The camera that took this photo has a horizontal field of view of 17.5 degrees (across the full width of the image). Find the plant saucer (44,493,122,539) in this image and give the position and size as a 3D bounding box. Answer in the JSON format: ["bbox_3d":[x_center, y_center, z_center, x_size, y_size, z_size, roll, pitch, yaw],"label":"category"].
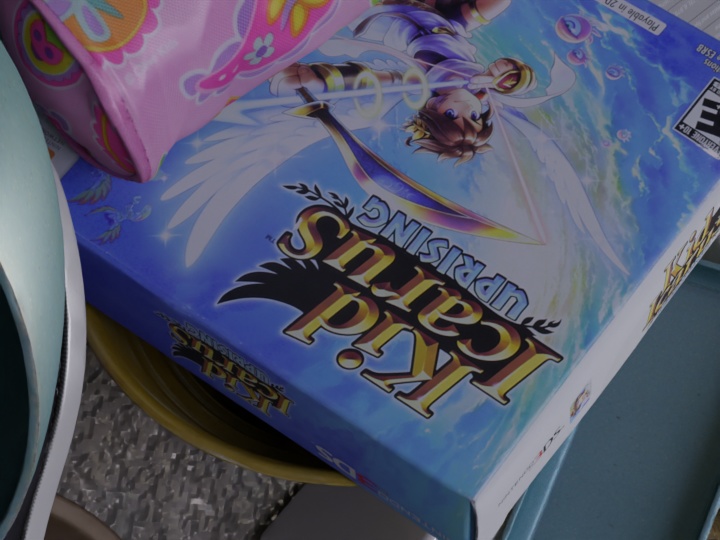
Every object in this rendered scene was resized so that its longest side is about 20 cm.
[{"bbox_3d":[-0.145,0.165,0.773,0.199,0.029,0.202,-7,102,-38],"label":"plant saucer"}]

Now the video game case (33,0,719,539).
[{"bbox_3d":[0.008,-0.036,0.750,0.182,0.199,0.046,-50,159,-22],"label":"video game case"}]

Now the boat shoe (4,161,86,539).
[{"bbox_3d":[-0.132,0.055,0.708,0.060,0.074,0.202,-1,106,-43],"label":"boat shoe"}]

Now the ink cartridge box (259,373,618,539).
[{"bbox_3d":[0.074,0.129,0.909,0.146,0.084,0.201,-48,123,-25],"label":"ink cartridge box"}]

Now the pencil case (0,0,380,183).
[{"bbox_3d":[-0.026,-0.110,0.721,0.200,0.087,0.088,-40,120,-18],"label":"pencil case"}]

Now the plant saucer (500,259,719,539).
[{"bbox_3d":[0.089,0.089,0.824,0.201,0.069,0.019,-66,157,-13],"label":"plant saucer"}]

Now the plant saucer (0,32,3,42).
[{"bbox_3d":[-0.197,-0.083,0.689,0.199,0.036,0.202,-6,100,-38],"label":"plant saucer"}]

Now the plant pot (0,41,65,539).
[{"bbox_3d":[-0.162,-0.022,0.605,0.201,0.199,0.135,60,25,-28],"label":"plant pot"}]

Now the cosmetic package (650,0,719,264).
[{"bbox_3d":[0.122,-0.052,0.909,0.090,0.106,0.201,-34,115,-30],"label":"cosmetic package"}]

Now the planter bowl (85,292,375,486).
[{"bbox_3d":[0.000,0.000,0.804,0.201,0.200,0.084,-48,159,-23],"label":"planter bowl"}]

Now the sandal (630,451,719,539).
[{"bbox_3d":[0.177,0.096,0.902,0.199,0.080,0.054,1,121,-46],"label":"sandal"}]
